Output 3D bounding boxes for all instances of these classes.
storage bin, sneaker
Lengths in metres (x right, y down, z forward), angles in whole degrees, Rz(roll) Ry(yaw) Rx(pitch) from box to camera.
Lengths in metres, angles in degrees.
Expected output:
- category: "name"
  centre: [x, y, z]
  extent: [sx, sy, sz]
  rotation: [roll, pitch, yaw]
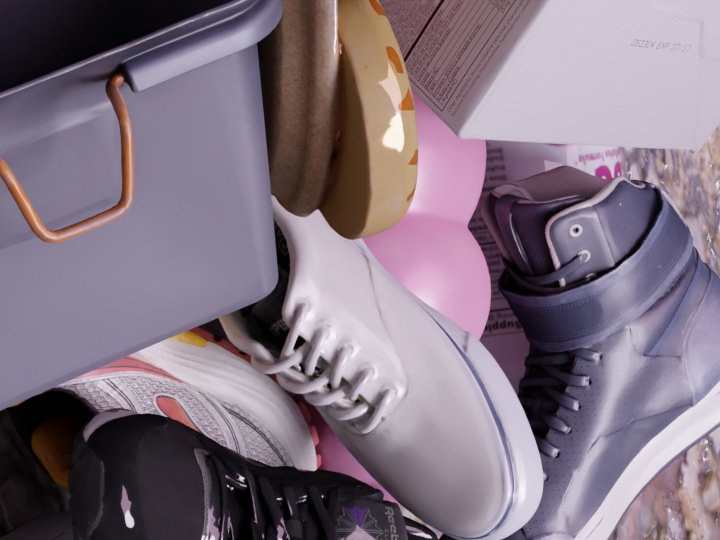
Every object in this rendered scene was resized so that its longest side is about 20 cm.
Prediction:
- category: "storage bin"
  centre: [-0.116, -0.030, 1.009]
  extent: [0.200, 0.146, 0.134]
  rotation: [-24, 126, -18]
- category: "sneaker"
  centre: [-0.093, 0.058, 1.161]
  extent: [0.200, 0.078, 0.082]
  rotation: [38, 62, -41]
- category: "sneaker"
  centre: [-0.012, 0.030, 1.145]
  extent: [0.200, 0.073, 0.071]
  rotation: [48, 31, 15]
- category: "sneaker"
  centre: [0.074, 0.045, 1.281]
  extent: [0.202, 0.077, 0.146]
  rotation: [-44, 120, -18]
- category: "sneaker"
  centre: [-0.032, 0.091, 1.088]
  extent: [0.200, 0.087, 0.076]
  rotation: [31, 54, -62]

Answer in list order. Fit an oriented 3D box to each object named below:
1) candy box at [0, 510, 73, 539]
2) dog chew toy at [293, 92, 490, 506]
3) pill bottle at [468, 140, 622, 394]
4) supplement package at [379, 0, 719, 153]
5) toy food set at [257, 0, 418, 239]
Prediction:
- category: "candy box"
  centre: [-0.113, 0.205, 1.087]
  extent: [0.168, 0.071, 0.200]
  rotation: [-28, 107, -57]
- category: "dog chew toy"
  centre: [0.000, 0.000, 1.243]
  extent: [0.124, 0.124, 0.200]
  rotation: [11, 66, -57]
- category: "pill bottle"
  centre: [0.072, -0.005, 1.387]
  extent: [0.113, 0.113, 0.200]
  rotation: [-13, 96, -58]
- category: "supplement package"
  centre: [0.070, -0.169, 1.249]
  extent: [0.200, 0.147, 0.191]
  rotation: [47, 25, 27]
- category: "toy food set"
  centre: [-0.021, -0.118, 1.080]
  extent: [0.200, 0.049, 0.198]
  rotation: [-130, -144, -73]
